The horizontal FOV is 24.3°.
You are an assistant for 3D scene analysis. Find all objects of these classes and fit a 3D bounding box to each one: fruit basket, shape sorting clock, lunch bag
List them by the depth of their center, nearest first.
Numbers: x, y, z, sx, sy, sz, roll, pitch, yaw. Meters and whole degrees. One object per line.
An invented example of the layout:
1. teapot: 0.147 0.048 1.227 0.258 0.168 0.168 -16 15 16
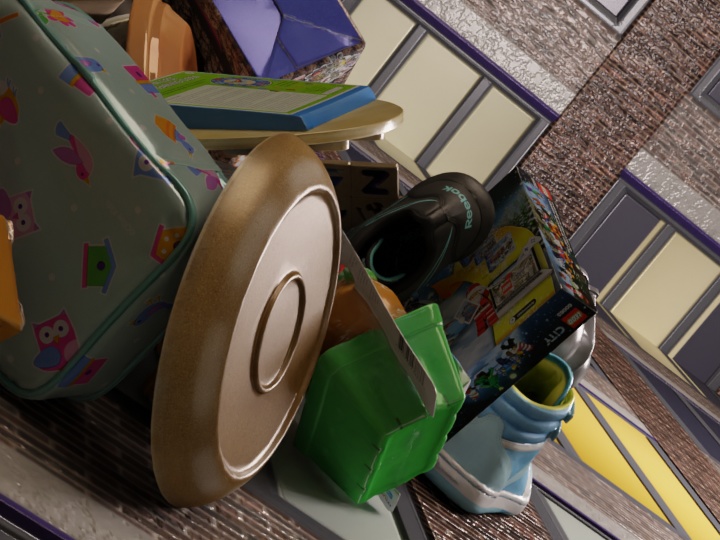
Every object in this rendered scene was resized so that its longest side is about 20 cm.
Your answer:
1. lunch bag: -0.168 -0.039 0.862 0.200 0.160 0.077 49 17 19
2. shape sorting clock: -0.074 -0.086 0.975 0.199 0.039 0.200 3 14 -1
3. fruit basket: -0.010 0.035 1.069 0.185 0.093 0.200 106 -37 -57

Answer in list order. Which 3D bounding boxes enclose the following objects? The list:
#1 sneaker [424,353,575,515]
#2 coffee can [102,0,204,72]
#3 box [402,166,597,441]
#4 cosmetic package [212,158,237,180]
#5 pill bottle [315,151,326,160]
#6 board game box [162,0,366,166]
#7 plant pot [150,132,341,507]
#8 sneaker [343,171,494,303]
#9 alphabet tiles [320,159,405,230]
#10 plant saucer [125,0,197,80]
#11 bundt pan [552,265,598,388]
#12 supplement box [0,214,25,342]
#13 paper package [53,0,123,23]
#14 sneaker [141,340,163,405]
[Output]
1. sneaker: 0.127 0.122 1.311 0.079 0.131 0.200 40 8 13
2. coffee can: -0.235 -0.184 1.322 0.200 0.146 0.146 47 12 36
3. box: 0.065 0.040 1.157 0.038 0.200 0.137 33 27 -30
4. cosmetic package: -0.127 -0.034 0.991 0.200 0.071 0.105 21 14 41
5. pill bottle: -0.055 -0.044 1.455 0.200 0.113 0.112 45 11 30
6. board game box: -0.097 -0.185 1.339 0.160 0.097 0.200 60 -22 10
7. plant pot: -0.051 0.029 0.862 0.027 0.201 0.200 15 3 15
8. sneaker: 0.000 0.000 1.147 0.075 0.200 0.079 52 31 3
9. alphabet tiles: -0.022 -0.012 1.225 0.166 0.200 0.006 2 51 3
10. plant saucer: -0.136 -0.094 1.178 0.037 0.201 0.200 0 12 -1
11. bundt pan: 0.099 0.065 1.357 0.202 0.201 0.076 30 44 -43
12. supplement box: -0.237 -0.017 0.713 0.200 0.069 0.067 27 40 -47
13. paper package: -0.260 -0.216 1.101 0.199 0.104 0.191 -3 3 -13
14. sneaker: -0.082 0.045 1.037 0.078 0.077 0.200 35 8 -12
